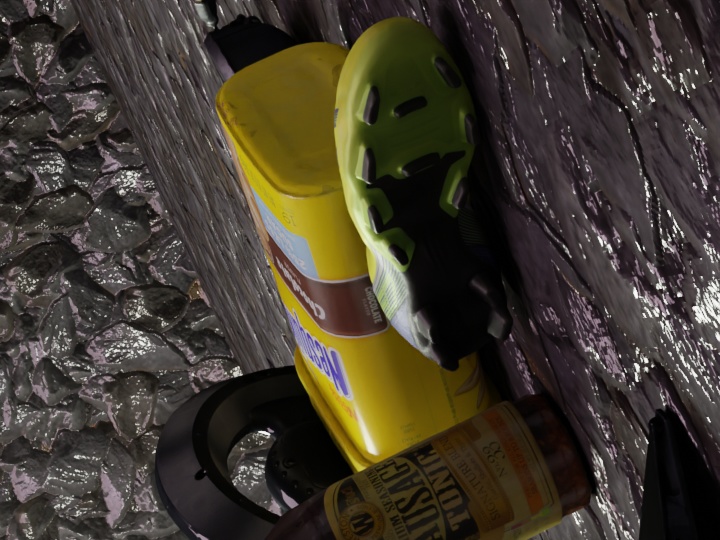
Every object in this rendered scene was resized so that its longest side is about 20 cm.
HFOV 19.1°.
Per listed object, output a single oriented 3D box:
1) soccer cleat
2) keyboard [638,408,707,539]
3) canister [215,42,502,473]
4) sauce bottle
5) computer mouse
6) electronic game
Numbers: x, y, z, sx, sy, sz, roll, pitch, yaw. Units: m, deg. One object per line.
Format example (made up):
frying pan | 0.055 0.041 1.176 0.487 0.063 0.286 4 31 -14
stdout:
soccer cleat | 0.017 -0.038 0.931 0.084 0.064 0.201 53 168 40
keyboard | 0.135 0.139 0.863 0.200 0.039 0.105 78 -172 -63
canister | 0.000 0.000 1.099 0.149 0.086 0.201 -126 15 -53
sauce bottle | 0.009 0.125 0.999 0.066 0.199 0.066 60 170 18
computer mouse | -0.058 -0.128 1.253 0.141 0.046 0.200 59 -177 13
electronic game | -0.013 0.113 1.164 0.200 0.198 0.042 -125 38 -51
